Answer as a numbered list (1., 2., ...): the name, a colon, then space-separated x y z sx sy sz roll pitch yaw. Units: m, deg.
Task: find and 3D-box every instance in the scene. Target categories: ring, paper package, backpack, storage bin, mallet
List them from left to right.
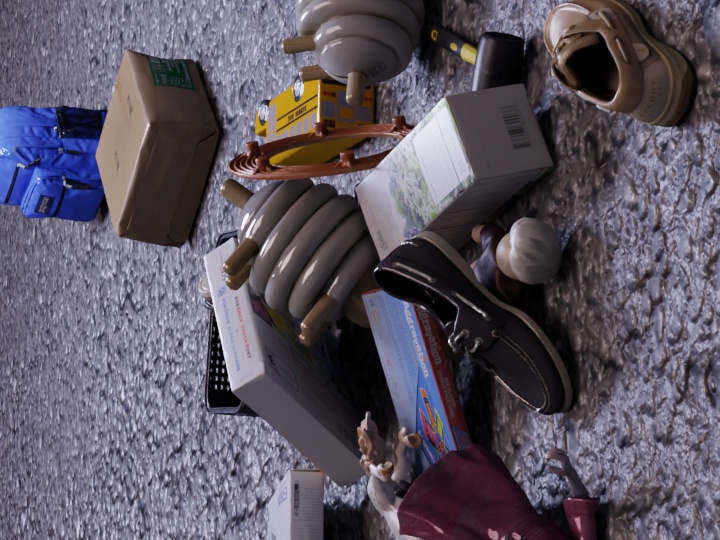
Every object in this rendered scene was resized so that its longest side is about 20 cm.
1. backpack: -0.492 -0.169 2.880 0.163 0.200 0.168 118 149 -42
2. paper package: -0.273 -0.167 2.465 0.200 0.103 0.191 -113 37 -51
3. storage bin: -0.100 0.058 1.994 0.135 0.094 0.200 168 107 -67
4. ring: -0.024 -0.117 1.712 0.200 0.200 0.019 -150 48 -66
5. mallet: 0.096 -0.185 1.653 0.200 0.041 0.066 -147 62 -71

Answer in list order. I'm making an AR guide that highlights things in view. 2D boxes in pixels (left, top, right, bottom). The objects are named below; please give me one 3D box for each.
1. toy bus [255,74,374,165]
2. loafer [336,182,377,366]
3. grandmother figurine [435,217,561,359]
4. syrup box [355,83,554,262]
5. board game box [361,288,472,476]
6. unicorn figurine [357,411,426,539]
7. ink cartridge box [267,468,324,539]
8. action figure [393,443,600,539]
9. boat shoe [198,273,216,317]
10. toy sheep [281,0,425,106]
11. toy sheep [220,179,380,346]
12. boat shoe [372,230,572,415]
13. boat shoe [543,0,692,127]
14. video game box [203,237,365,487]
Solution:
1. toy bus: -0.052 -0.158 1.967 0.200 0.065 0.078 157 115 -65
2. loafer: 0.000 0.000 1.797 0.072 0.063 0.200 -121 42 -57
3. grandmother figurine: 0.108 0.014 1.535 0.200 0.061 0.121 -49 55 58
4. syrup box: 0.077 -0.079 1.584 0.200 0.081 0.079 -44 61 59
5. board game box: 0.055 0.109 1.601 0.103 0.019 0.200 -15 92 68
6. unicorn figurine: 0.047 0.230 1.606 0.137 0.074 0.200 106 154 -54
7. ink cartridge box: -0.067 0.315 1.856 0.200 0.041 0.200 117 153 -70
8. action figure: 0.120 0.216 1.395 0.200 0.134 0.149 31 155 39
9. boat shoe: -0.068 -0.006 1.884 0.057 0.200 0.067 59 -168 -31
10. toy sheep: -0.003 -0.243 1.778 0.138 0.138 0.200 136 141 -58
11. toy sheep: -0.051 -0.018 1.698 0.138 0.200 0.138 -51 -5 -6
12. boat shoe: 0.087 0.051 1.480 0.200 0.063 0.073 47 144 27
13. boat shoe: 0.179 -0.166 1.395 0.200 0.064 0.071 -132 52 -61
14. video game box: -0.071 0.090 1.799 0.047 0.200 0.182 -28 45 15
